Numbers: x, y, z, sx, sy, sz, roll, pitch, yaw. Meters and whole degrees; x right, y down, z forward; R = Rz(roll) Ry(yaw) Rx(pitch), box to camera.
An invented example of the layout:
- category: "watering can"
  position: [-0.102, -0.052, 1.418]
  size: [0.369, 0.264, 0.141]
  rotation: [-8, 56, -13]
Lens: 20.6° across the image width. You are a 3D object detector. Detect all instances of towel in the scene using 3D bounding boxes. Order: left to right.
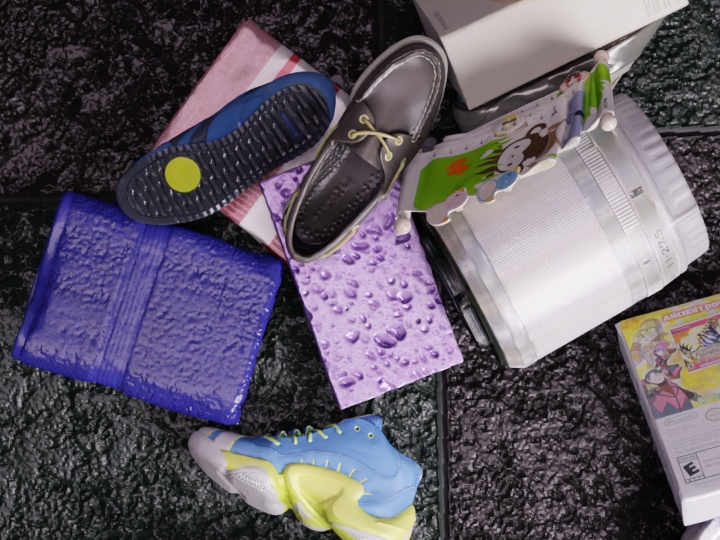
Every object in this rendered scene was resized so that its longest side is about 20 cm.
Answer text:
- category: "towel"
  position: [-0.174, 0.033, 1.636]
  size: [0.198, 0.050, 0.149]
  rotation: [17, 81, 3]
- category: "towel"
  position: [-0.058, -0.093, 1.657]
  size: [0.199, 0.023, 0.145]
  rotation: [37, 87, -1]

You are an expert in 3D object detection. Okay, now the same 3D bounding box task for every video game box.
- category: "video game box"
  position: [0.325, 0.096, 1.593]
  size: [0.198, 0.047, 0.183]
  rotation: [-15, 53, 0]

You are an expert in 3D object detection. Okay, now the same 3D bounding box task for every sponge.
- category: "sponge"
  position: [0.000, 0.000, 1.632]
  size: [0.111, 0.030, 0.202]
  rotation: [-20, 90, -4]

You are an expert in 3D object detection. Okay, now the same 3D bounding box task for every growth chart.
- category: "growth chart"
  position: [0.113, -0.097, 1.548]
  size: [0.198, 0.145, 0.018]
  rotation: [-25, 116, 12]

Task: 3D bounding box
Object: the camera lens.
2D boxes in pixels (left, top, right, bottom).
- category: "camera lens"
  position: [0.157, -0.030, 1.586]
  size: [0.199, 0.160, 0.161]
  rotation: [-30, 89, -1]

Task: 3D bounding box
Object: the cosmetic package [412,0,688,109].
- category: "cosmetic package"
  position: [0.152, -0.219, 1.609]
  size: [0.198, 0.104, 0.074]
  rotation: [-25, 120, -2]

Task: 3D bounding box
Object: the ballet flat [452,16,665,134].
- category: "ballet flat"
  position: [0.171, -0.159, 1.644]
  size: [0.199, 0.067, 0.064]
  rotation: [-27, 115, 1]

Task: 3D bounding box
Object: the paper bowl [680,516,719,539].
- category: "paper bowl"
  position: [0.348, 0.264, 1.609]
  size: [0.198, 0.104, 0.203]
  rotation: [0, 90, 1]

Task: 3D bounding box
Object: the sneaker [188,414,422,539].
- category: "sneaker"
  position: [-0.039, 0.156, 1.638]
  size: [0.199, 0.076, 0.106]
  rotation: [27, 71, 1]

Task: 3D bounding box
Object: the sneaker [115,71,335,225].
- category: "sneaker"
  position: [-0.107, -0.101, 1.620]
  size: [0.199, 0.079, 0.066]
  rotation: [-28, 107, 12]

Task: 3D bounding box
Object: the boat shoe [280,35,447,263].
- category: "boat shoe"
  position: [0.005, -0.091, 1.561]
  size: [0.071, 0.061, 0.202]
  rotation: [31, 107, -8]
